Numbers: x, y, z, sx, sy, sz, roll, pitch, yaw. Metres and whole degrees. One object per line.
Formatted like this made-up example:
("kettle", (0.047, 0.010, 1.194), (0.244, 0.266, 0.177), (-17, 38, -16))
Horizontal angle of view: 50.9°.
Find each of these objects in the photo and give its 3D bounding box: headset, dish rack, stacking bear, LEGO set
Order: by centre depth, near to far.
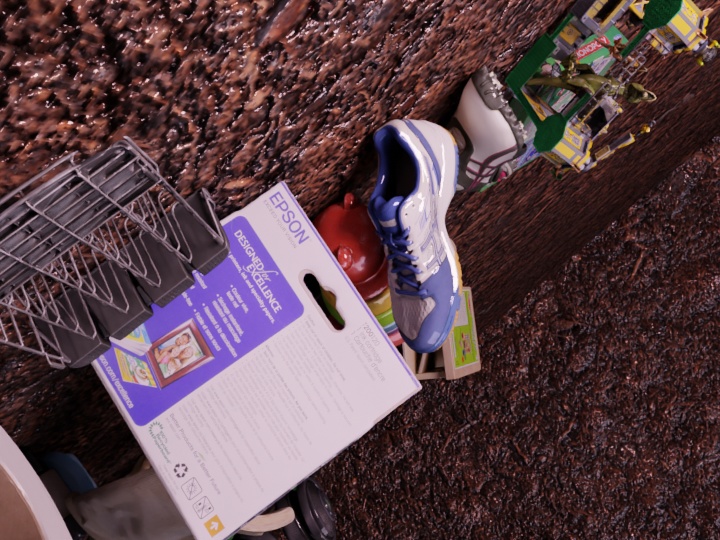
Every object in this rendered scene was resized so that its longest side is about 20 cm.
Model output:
("dish rack", (-0.163, -0.010, 0.449), (0.152, 0.055, 0.200), (-39, 164, -4))
("LEGO set", (0.237, -0.173, 0.694), (0.114, 0.155, 0.201), (24, 112, -32))
("headset", (-0.068, 0.265, 0.712), (0.123, 0.095, 0.199), (-38, -158, -18))
("stacking bear", (0.000, 0.000, 0.764), (0.201, 0.111, 0.124), (61, 38, -64))

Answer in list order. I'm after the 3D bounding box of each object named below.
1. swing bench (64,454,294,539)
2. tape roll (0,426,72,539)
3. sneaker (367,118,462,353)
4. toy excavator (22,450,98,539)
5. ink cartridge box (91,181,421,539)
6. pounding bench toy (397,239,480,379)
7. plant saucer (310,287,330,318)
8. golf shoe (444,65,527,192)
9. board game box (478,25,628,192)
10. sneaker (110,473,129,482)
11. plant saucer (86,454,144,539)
("swing bench", (-0.138, 0.178, 0.720), (0.197, 0.131, 0.201), (-25, -161, 41))
("tape roll", (-0.279, 0.187, 0.469), (0.138, 0.204, 0.203), (-32, 165, -13))
("sneaker", (0.037, -0.030, 0.659), (0.074, 0.206, 0.087), (-5, 176, 39))
("toy excavator", (-0.322, 0.253, 0.808), (0.194, 0.100, 0.199), (-42, 174, 22))
("ink cartridge box", (-0.086, 0.068, 0.580), (0.198, 0.200, 0.043), (-33, 172, -10))
("pounding bench toy", (0.078, 0.061, 1.135), (0.153, 0.205, 0.124), (-8, 176, 26))
("plant saucer", (-0.079, 0.101, 0.914), (0.202, 0.036, 0.202), (-53, 160, -28))
("golf shoe", (0.107, -0.119, 0.730), (0.087, 0.078, 0.200), (-28, 164, 0))
("board game box", (0.209, -0.181, 0.874), (0.133, 0.029, 0.201), (-30, 164, -25))
("sneaker", (-0.276, 0.304, 1.041), (0.198, 0.100, 0.075), (-37, 164, -10))
("plant saucer", (-0.255, 0.309, 0.838), (0.201, 0.047, 0.203), (-64, 169, -55))
